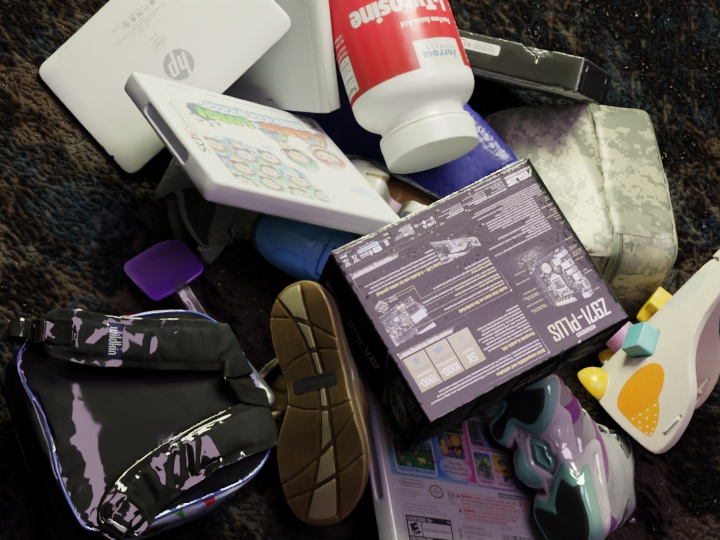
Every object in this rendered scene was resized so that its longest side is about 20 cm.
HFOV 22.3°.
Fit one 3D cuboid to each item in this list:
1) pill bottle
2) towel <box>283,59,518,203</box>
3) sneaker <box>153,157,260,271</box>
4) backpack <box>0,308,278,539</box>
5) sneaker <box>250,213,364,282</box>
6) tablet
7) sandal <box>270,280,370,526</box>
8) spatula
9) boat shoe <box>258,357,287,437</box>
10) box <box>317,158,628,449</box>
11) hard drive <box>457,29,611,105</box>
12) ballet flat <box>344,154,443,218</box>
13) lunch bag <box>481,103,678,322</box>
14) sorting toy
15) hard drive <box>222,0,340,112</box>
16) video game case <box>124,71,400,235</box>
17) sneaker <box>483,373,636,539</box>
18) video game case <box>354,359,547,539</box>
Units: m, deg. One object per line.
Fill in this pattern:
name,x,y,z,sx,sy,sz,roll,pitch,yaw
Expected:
pill bottle,0.035,-0.194,1.630,0.112,0.112,0.200,-10,76,-32
towel,0.035,-0.121,1.700,0.148,0.050,0.200,-38,78,-1
sneaker,-0.097,-0.031,1.617,0.200,0.075,0.116,34,65,-7
backpack,-0.171,0.124,1.427,0.190,0.154,0.200,-14,78,-27
sneaker,0.000,0.000,1.583,0.200,0.078,0.066,27,94,-25
tablet,-0.173,-0.197,1.617,0.200,0.014,0.130,-43,86,5
sandal,-0.028,0.108,1.505,0.054,0.080,0.200,6,76,-64
spatula,-0.128,0.045,1.530,0.056,0.021,0.200,-33,62,-13
boat shoe,-0.039,0.093,1.570,0.200,0.063,0.073,-35,82,-38
box,0.090,0.026,1.519,0.200,0.086,0.164,-27,76,-20
hard drive,0.159,-0.193,1.753,0.140,0.200,0.038,15,96,13
ballet flat,0.035,-0.057,1.630,0.200,0.074,0.074,24,51,10
lunch bag,0.193,-0.059,1.736,0.168,0.139,0.200,5,57,-13
sorting toy,0.297,0.050,1.664,0.107,0.180,0.200,36,16,10
hard drive,-0.085,-0.244,1.636,0.026,0.132,0.200,-30,120,-47
video game case,-0.082,-0.097,1.553,0.200,0.024,0.182,12,27,-39
sneaker,0.186,0.143,1.619,0.140,0.078,0.200,-9,78,-52
video game case,0.083,0.167,1.576,0.200,0.024,0.182,14,55,-40
